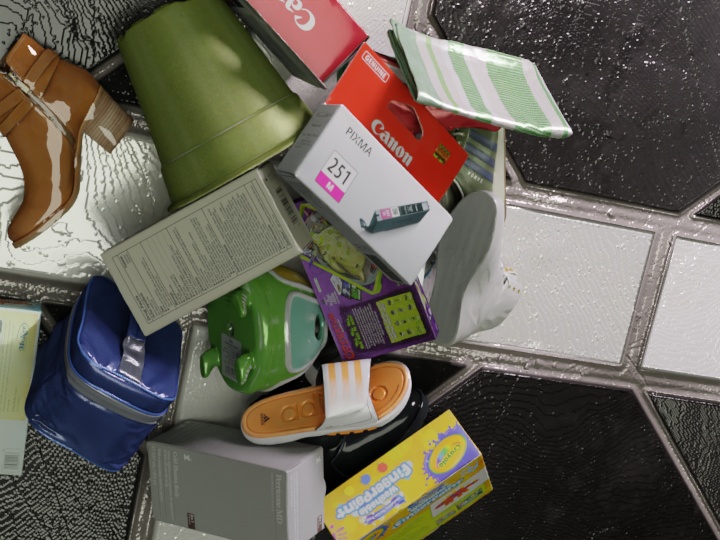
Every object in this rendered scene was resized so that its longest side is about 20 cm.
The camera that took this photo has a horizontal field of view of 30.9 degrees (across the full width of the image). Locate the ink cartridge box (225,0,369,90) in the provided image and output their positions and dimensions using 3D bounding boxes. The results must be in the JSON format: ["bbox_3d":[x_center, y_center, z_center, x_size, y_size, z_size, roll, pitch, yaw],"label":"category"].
[{"bbox_3d":[-0.091,-0.297,1.390,0.084,0.176,0.200,-45,111,-1],"label":"ink cartridge box"}]

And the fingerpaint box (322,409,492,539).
[{"bbox_3d":[0.056,0.275,1.590,0.199,0.074,0.167,-35,155,-4],"label":"fingerpaint box"}]

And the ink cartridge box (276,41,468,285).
[{"bbox_3d":[0.029,-0.112,1.384,0.200,0.043,0.174,42,74,-33],"label":"ink cartridge box"}]

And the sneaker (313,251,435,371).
[{"bbox_3d":[0.000,0.033,1.567,0.082,0.073,0.200,41,84,-8],"label":"sneaker"}]

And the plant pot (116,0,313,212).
[{"bbox_3d":[-0.166,-0.194,1.407,0.199,0.200,0.191,-30,97,-6],"label":"plant pot"}]

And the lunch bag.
[{"bbox_3d":[-0.273,0.101,1.438,0.135,0.201,0.132,33,112,-23],"label":"lunch bag"}]

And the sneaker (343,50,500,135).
[{"bbox_3d":[0.061,-0.169,1.478,0.198,0.078,0.117,20,105,-11],"label":"sneaker"}]

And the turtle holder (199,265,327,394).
[{"bbox_3d":[-0.113,0.045,1.508,0.131,0.141,0.187,-7,75,-33],"label":"turtle holder"}]

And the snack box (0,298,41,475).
[{"bbox_3d":[-0.432,0.131,1.481,0.115,0.037,0.202,6,102,-17],"label":"snack box"}]

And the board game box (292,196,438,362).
[{"bbox_3d":[0.000,0.000,1.471,0.119,0.032,0.202,-17,105,15],"label":"board game box"}]

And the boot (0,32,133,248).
[{"bbox_3d":[-0.360,-0.140,1.407,0.155,0.077,0.201,39,89,-23],"label":"boot"}]

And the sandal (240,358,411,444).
[{"bbox_3d":[-0.043,0.146,1.470,0.204,0.080,0.059,-16,143,5],"label":"sandal"}]

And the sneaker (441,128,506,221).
[{"bbox_3d":[0.121,-0.139,1.546,0.089,0.067,0.202,-12,110,-18],"label":"sneaker"}]

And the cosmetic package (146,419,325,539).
[{"bbox_3d":[-0.143,0.248,1.511,0.090,0.198,0.108,-23,114,-55],"label":"cosmetic package"}]

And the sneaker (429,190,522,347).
[{"bbox_3d":[0.150,-0.010,1.570,0.115,0.073,0.202,-13,128,-45],"label":"sneaker"}]

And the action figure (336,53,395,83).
[{"bbox_3d":[0.002,-0.153,1.518,0.117,0.055,0.202,11,97,-20],"label":"action figure"}]

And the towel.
[{"bbox_3d":[0.131,-0.210,1.443,0.198,0.153,0.023,13,127,-26],"label":"towel"}]

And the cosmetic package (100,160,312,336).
[{"bbox_3d":[-0.163,-0.024,1.392,0.199,0.073,0.104,-26,97,13],"label":"cosmetic package"}]

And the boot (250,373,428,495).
[{"bbox_3d":[-0.034,0.180,1.583,0.198,0.073,0.162,-43,116,7],"label":"boot"}]

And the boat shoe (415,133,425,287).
[{"bbox_3d":[0.045,-0.066,1.512,0.065,0.072,0.203,5,90,-7],"label":"boat shoe"}]
